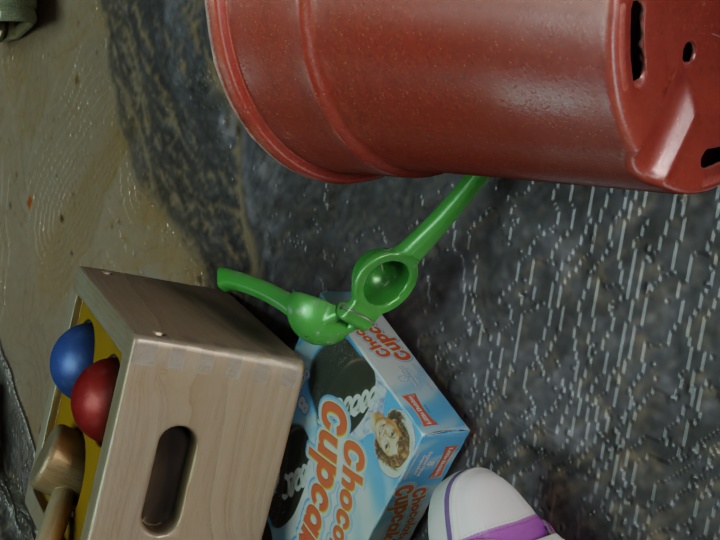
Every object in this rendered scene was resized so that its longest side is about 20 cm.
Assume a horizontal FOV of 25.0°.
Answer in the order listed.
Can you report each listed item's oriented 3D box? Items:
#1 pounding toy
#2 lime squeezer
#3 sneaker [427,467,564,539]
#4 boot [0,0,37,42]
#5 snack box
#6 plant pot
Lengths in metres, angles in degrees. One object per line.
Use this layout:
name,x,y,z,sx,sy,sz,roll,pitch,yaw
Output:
pounding toy,-0.139,0.118,0.937,0.184,0.142,0.201,-146,69,-65
lime squeezer,0.000,0.000,0.857,0.200,0.038,0.071,-25,36,34
sneaker,0.116,0.163,0.741,0.114,0.073,0.201,-44,69,39
boot,-0.307,-0.249,1.241,0.200,0.072,0.155,2,96,51
snack box,-0.019,0.125,0.924,0.116,0.037,0.200,52,129,37
plant pot,0.072,-0.120,0.693,0.195,0.200,0.201,15,104,41
